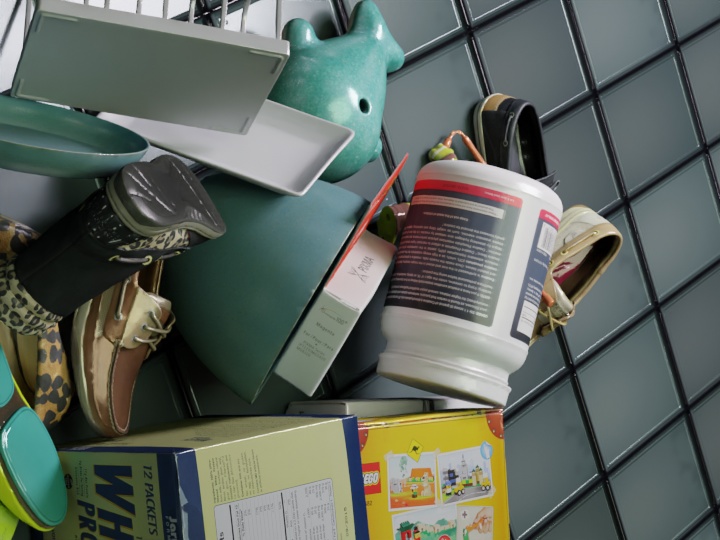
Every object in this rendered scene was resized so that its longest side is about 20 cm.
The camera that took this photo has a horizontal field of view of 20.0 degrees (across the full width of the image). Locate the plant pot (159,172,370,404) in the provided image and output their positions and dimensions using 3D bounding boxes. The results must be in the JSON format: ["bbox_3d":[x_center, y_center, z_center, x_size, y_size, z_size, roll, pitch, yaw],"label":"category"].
[{"bbox_3d":[-0.098,-0.006,1.741,0.134,0.200,0.201,31,60,0],"label":"plant pot"}]

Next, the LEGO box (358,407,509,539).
[{"bbox_3d":[0.038,0.202,1.800,0.199,0.077,0.150,-1,88,-43],"label":"LEGO box"}]

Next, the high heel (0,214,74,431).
[{"bbox_3d":[-0.285,0.040,1.602,0.200,0.071,0.144,42,52,-48],"label":"high heel"}]

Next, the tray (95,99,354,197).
[{"bbox_3d":[-0.114,-0.115,1.721,0.108,0.199,0.022,-52,156,-45],"label":"tray"}]

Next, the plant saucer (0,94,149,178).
[{"bbox_3d":[-0.262,-0.104,1.567,0.199,0.199,0.028,0,106,-45],"label":"plant saucer"}]

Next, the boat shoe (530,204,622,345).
[{"bbox_3d":[0.187,0.022,2.051,0.201,0.066,0.074,-53,131,-7],"label":"boat shoe"}]

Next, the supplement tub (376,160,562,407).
[{"bbox_3d":[0.097,0.012,1.857,0.140,0.140,0.202,22,80,-42],"label":"supplement tub"}]

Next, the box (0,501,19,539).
[{"bbox_3d":[-0.355,0.196,1.535,0.200,0.047,0.123,40,60,-42],"label":"box"}]

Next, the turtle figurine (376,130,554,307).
[{"bbox_3d":[0.106,-0.040,1.982,0.160,0.064,0.201,-22,81,-35],"label":"turtle figurine"}]

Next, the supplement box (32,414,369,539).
[{"bbox_3d":[-0.132,0.198,1.662,0.199,0.199,0.136,-8,92,-45],"label":"supplement box"}]

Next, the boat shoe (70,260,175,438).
[{"bbox_3d":[-0.190,0.036,1.663,0.076,0.071,0.202,34,56,-76],"label":"boat shoe"}]

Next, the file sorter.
[{"bbox_3d":[-0.168,-0.209,1.642,0.198,0.139,0.126,9,65,-15],"label":"file sorter"}]

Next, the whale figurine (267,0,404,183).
[{"bbox_3d":[-0.013,-0.168,1.874,0.200,0.103,0.160,-50,120,-35],"label":"whale figurine"}]

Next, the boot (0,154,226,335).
[{"bbox_3d":[-0.197,-0.018,1.586,0.074,0.153,0.203,56,12,7],"label":"boot"}]

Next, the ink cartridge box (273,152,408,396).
[{"bbox_3d":[0.000,0.000,1.788,0.043,0.174,0.200,32,19,0],"label":"ink cartridge box"}]

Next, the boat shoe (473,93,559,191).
[{"bbox_3d":[0.166,-0.082,2.077,0.074,0.062,0.202,-21,104,-44],"label":"boat shoe"}]

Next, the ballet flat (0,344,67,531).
[{"bbox_3d":[-0.292,0.114,1.590,0.067,0.067,0.201,-48,122,-55],"label":"ballet flat"}]

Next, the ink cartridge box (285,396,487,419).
[{"bbox_3d":[0.030,0.193,1.907,0.199,0.085,0.148,2,86,-46],"label":"ink cartridge box"}]
